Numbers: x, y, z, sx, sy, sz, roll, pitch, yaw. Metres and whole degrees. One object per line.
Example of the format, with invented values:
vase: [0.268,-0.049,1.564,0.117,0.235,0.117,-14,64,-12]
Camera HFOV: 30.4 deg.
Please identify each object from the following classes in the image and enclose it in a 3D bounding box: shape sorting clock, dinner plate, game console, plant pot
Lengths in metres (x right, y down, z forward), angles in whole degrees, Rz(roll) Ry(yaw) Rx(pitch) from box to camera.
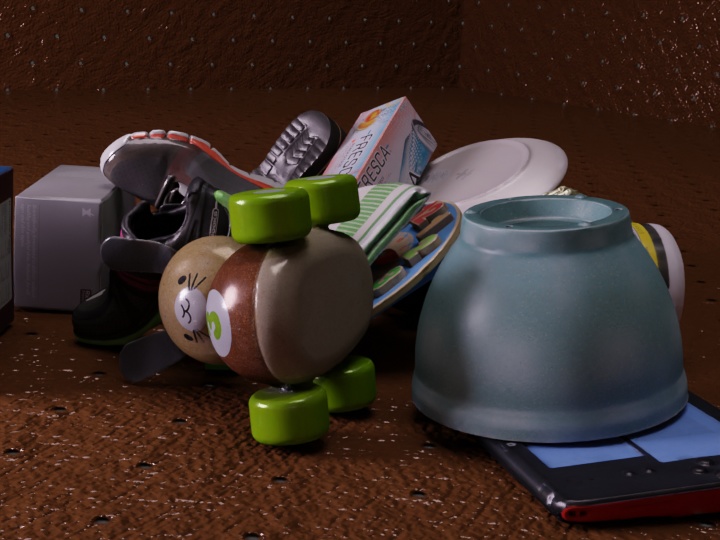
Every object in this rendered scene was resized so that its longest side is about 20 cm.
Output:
shape sorting clock: [0.000,0.000,1.127,0.198,0.040,0.200,-28,17,9]
dinner plate: [0.110,-0.090,1.332,0.198,0.024,0.201,-19,25,9]
game console: [0.173,0.115,0.889,0.174,0.031,0.200,0,12,-16]
plant pot: [0.131,0.022,0.941,0.197,0.136,0.200,-3,14,1]

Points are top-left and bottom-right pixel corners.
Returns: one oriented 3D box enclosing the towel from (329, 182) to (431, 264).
towel: [-0.035,-0.015,1.134,0.153,0.023,0.199,-50,20,-21]

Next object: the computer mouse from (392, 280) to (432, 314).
computer mouse: [0.067,0.014,1.296,0.139,0.047,0.200,0,6,-24]

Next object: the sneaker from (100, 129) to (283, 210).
sneaker: [-0.148,-0.065,1.240,0.198,0.077,0.083,18,42,-21]

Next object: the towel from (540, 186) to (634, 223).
towel: [0.183,-0.021,1.257,0.147,0.037,0.199,-21,-25,32]

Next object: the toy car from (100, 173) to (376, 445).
toy car: [-0.102,0.025,0.949,0.198,0.167,0.157,-1,9,25]

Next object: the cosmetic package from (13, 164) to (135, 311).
cosmetic package: [-0.268,-0.035,1.265,0.089,0.108,0.200,4,11,1]

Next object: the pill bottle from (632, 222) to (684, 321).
pill bottle: [0.169,0.013,1.150,0.197,0.114,0.112,2,12,-11]

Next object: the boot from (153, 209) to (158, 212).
boot: [-0.188,-0.007,1.271,0.184,0.065,0.199,12,19,27]

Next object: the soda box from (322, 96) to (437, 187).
soda box: [0.005,-0.083,1.316,0.063,0.069,0.201,-14,34,40]

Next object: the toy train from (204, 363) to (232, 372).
toy train: [-0.115,0.022,1.109,0.041,0.057,0.200,1,23,-7]

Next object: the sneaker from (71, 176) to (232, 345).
sneaker: [-0.167,-0.011,1.063,0.199,0.084,0.077,-36,22,27]

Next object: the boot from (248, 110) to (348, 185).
boot: [-0.068,-0.064,1.413,0.138,0.200,0.078,27,25,-57]

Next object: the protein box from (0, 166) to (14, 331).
protein box: [-0.391,-0.006,1.030,0.196,0.137,0.200,3,12,1]
